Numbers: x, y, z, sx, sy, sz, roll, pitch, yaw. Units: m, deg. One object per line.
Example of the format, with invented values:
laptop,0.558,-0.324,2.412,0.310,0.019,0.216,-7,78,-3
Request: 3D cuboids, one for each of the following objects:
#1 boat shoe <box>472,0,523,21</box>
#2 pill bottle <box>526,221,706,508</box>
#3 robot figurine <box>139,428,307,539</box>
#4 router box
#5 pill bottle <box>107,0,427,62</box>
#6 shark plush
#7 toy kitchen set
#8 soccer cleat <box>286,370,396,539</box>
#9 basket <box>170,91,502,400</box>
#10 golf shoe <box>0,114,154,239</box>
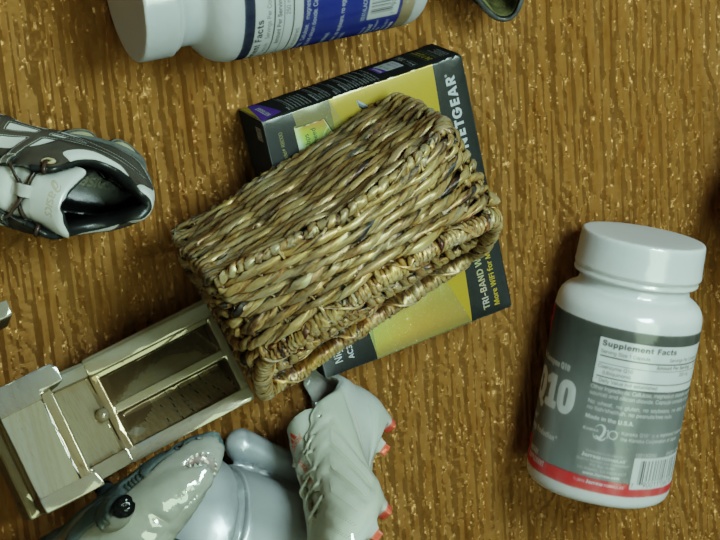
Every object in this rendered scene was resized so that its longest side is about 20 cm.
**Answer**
boat shoe,0.085,-0.244,1.225,0.071,0.066,0.201,-21,150,1
pill bottle,0.198,0.070,1.394,0.113,0.114,0.201,3,103,-25
robot figurine,-0.084,0.202,1.305,0.199,0.113,0.171,23,65,-28
router box,0.013,-0.044,1.311,0.156,0.052,0.201,-21,112,-17
pill bottle,-0.063,-0.201,1.195,0.199,0.116,0.117,-14,110,-20
shark plush,-0.170,0.177,1.240,0.091,0.084,0.200,32,132,-27
toy kitchen set,-0.172,0.048,1.183,0.180,0.200,0.164,-27,89,-15
soccer cleat,-0.022,0.140,1.280,0.077,0.200,0.069,37,114,-14
basket,0.000,0.000,1.208,0.199,0.143,0.150,-32,114,-9
golf shoe,-0.226,-0.063,1.175,0.199,0.094,0.078,1,106,-23
